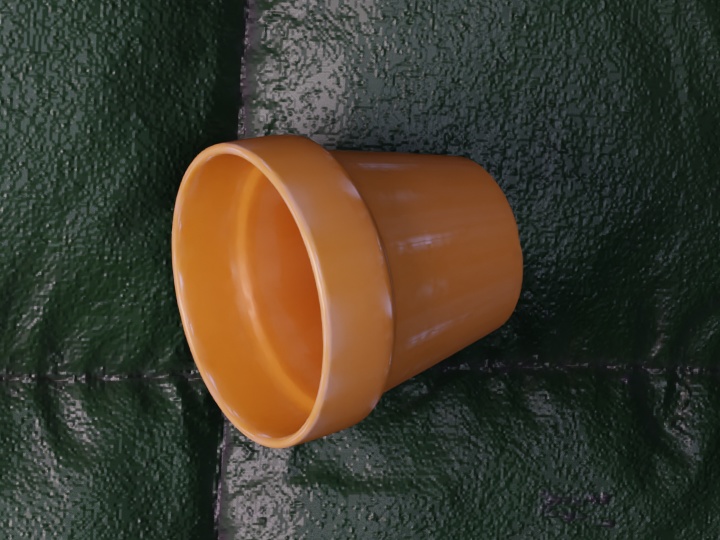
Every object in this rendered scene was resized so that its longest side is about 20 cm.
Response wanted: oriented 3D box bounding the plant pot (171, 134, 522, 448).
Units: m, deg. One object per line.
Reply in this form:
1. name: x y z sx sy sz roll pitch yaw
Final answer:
1. plant pot: 0.000 0.000 1.288 0.183 0.200 0.201 -13 100 -32
